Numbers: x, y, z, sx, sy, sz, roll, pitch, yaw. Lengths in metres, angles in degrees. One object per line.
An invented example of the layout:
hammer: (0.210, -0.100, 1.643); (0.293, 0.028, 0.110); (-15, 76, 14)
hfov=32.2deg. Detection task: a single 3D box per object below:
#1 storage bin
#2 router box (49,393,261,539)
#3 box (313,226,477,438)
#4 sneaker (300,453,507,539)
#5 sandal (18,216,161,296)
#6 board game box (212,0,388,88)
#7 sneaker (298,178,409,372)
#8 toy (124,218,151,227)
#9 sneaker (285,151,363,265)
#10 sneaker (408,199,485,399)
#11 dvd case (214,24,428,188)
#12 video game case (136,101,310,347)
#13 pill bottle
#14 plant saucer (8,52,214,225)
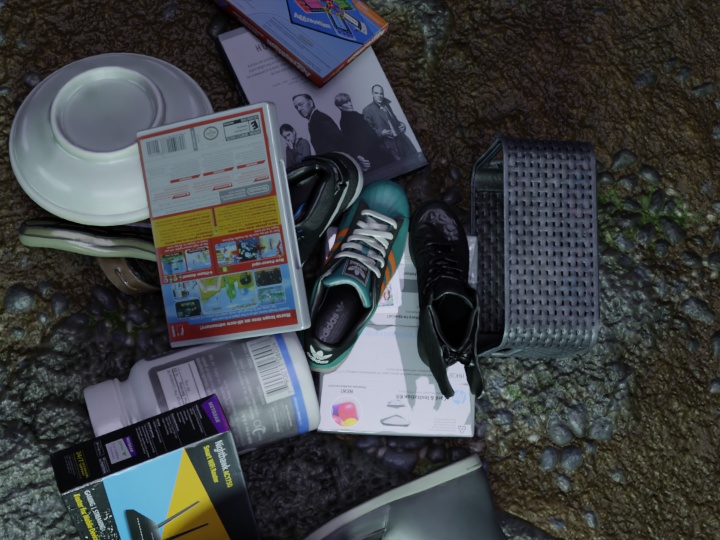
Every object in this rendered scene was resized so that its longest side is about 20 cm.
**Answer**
storage bin: (0.167, -0.019, 1.213); (0.093, 0.135, 0.201); (1, 80, -8)
router box: (-0.174, 0.210, 1.099); (0.149, 0.200, 0.051); (-20, 47, -11)
box: (0.036, 0.062, 1.230); (0.155, 0.041, 0.201); (3, 79, -7)
sneaker: (0.044, 0.258, 1.179); (0.200, 0.075, 0.106); (-22, 82, -13)
sandal: (-0.227, -0.007, 1.192); (0.200, 0.080, 0.058); (11, 96, 0)
board game box: (-0.080, -0.275, 1.250); (0.200, 0.019, 0.103); (41, 65, 12)
sneaker: (0.000, 0.000, 1.173); (0.071, 0.080, 0.200); (22, 76, -3)
toy: (-0.164, -0.097, 1.222); (0.199, 0.047, 0.116); (5, 80, -7)
sneaker: (-0.084, -0.031, 1.159); (0.073, 0.112, 0.200); (39, 103, 11)
sneaker: (0.084, 0.023, 1.169); (0.060, 0.104, 0.200); (0, 80, -8)
dvd case: (-0.039, -0.168, 1.254); (0.150, 0.025, 0.200); (-23, 83, -21)
video game case: (-0.124, -0.039, 1.110); (0.143, 0.017, 0.201); (-9, 90, 26)
pill bottle: (-0.147, 0.124, 1.154); (0.199, 0.114, 0.114); (-17, 83, -11)
plant saucer: (-0.237, -0.139, 1.184); (0.199, 0.050, 0.201); (1, 60, -1)
